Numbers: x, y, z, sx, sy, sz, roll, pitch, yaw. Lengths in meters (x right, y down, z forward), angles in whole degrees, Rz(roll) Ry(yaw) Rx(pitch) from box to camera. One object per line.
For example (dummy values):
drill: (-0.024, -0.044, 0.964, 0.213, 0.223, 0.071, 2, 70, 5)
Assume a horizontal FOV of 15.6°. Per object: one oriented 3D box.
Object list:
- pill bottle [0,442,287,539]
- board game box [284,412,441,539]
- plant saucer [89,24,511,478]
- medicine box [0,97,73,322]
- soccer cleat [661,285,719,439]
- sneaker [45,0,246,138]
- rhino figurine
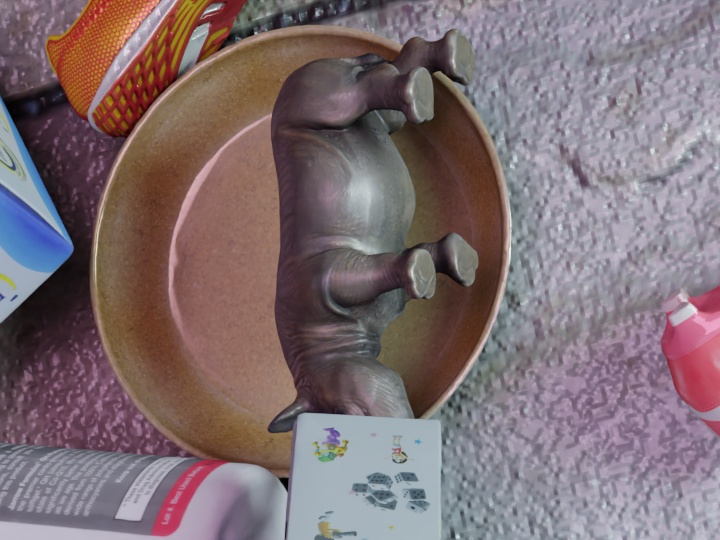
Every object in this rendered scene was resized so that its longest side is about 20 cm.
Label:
pill bottle: (-0.134, 0.131, 1.129, 0.199, 0.111, 0.111, 3, 80, 23)
board game box: (-0.003, 0.171, 0.995, 0.064, 0.200, 0.148, 3, 122, 0)
plant saucer: (-0.023, -0.007, 1.154, 0.199, 0.035, 0.201, -4, 78, 21)
medicine box: (-0.252, -0.020, 1.180, 0.200, 0.103, 0.182, -43, 43, 10)
soccer cleat: (0.214, 0.000, 1.049, 0.200, 0.067, 0.077, -32, 100, 8)
sneaker: (-0.070, -0.152, 1.186, 0.200, 0.073, 0.077, -45, 57, 5)
rhino figurine: (0.000, 0.000, 1.090, 0.087, 0.060, 0.201, -5, 78, 35)
